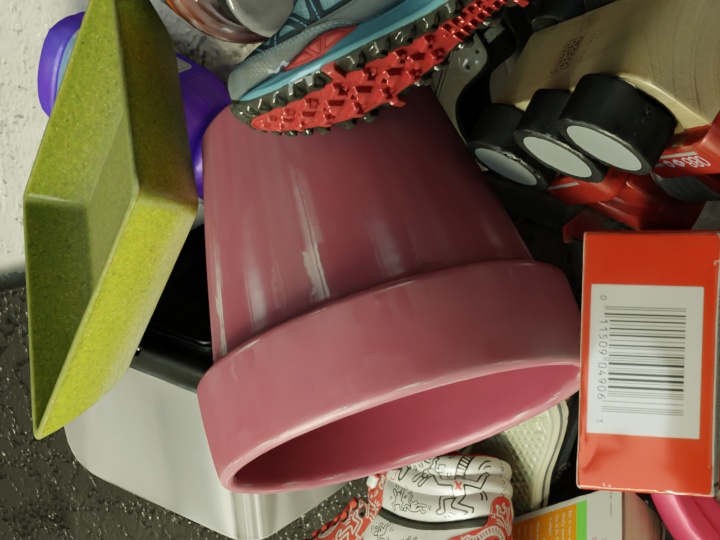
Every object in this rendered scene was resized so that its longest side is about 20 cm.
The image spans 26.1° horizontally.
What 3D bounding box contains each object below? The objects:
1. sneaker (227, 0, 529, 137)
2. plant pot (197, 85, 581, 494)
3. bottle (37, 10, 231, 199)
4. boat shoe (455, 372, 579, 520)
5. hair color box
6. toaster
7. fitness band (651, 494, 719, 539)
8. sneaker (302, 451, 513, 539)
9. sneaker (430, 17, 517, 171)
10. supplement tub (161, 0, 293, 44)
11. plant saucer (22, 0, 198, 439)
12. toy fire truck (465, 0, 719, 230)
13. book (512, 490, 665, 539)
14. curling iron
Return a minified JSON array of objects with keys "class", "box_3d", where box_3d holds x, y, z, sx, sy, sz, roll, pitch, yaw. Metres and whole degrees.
[{"class":"sneaker","box_3d":[0.016,-0.141,0.716,0.199,0.079,0.096,-35,70,8]},{"class":"plant pot","box_3d":[0.000,0.000,0.802,0.200,0.199,0.181,-35,66,44]},{"class":"bottle","box_3d":[-0.125,-0.098,1.021,0.199,0.065,0.084,32,127,24]},{"class":"boat shoe","box_3d":[0.095,0.108,0.945,0.074,0.062,0.201,33,144,16]},{"class":"hair color box","box_3d":[0.153,0.039,0.735,0.063,0.200,0.112,1,90,19]},{"class":"toaster","box_3d":[-0.070,0.059,0.977,0.199,0.180,0.120,16,124,34]},{"class":"fitness band","box_3d":[0.246,0.134,0.851,0.200,0.037,0.144,49,130,9]},{"class":"sneaker","box_3d":[0.010,0.158,0.934,0.200,0.067,0.109,-10,69,41]},{"class":"sneaker","box_3d":[0.047,-0.147,0.858,0.087,0.076,0.202,10,127,28]},{"class":"supplement tub","box_3d":[-0.077,-0.190,0.857,0.200,0.106,0.108,-137,41,-55]},{"class":"plant saucer","box_3d":[-0.142,-0.039,0.879,0.201,0.047,0.201,-104,32,-42]},{"class":"toy fire truck","box_3d":[0.178,-0.066,0.722,0.199,0.129,0.176,31,171,-14]},{"class":"book","box_3d":[0.080,0.216,0.908,0.199,0.135,0.048,-23,132,35]},{"class":"curling iron","box_3d":[0.125,-0.016,0.878,0.199,0.025,0.050,31,115,24]}]
